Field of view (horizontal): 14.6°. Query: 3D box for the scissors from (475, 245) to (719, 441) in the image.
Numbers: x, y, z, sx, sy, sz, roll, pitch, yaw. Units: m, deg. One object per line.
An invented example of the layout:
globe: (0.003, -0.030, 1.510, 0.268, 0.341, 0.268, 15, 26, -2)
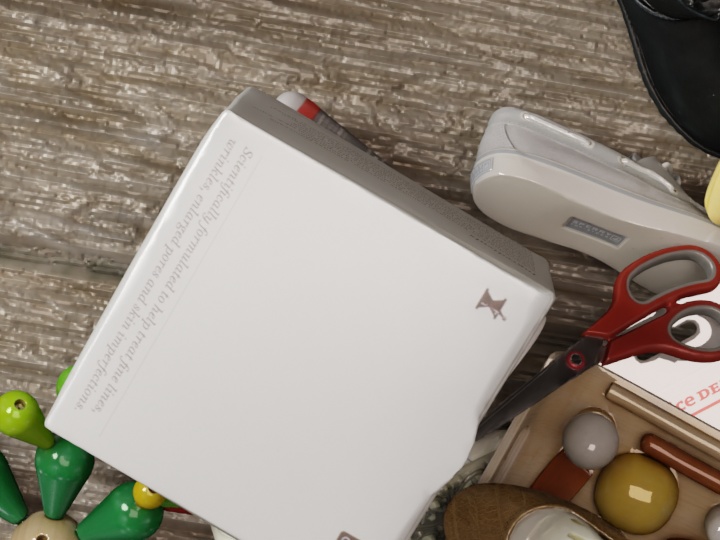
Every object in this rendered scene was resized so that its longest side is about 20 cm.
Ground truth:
scissors: (0.125, 0.041, 1.576, 0.200, 0.014, 0.073, -19, 74, -21)

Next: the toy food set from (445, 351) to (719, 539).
toy food set: (0.162, 0.153, 1.589, 0.200, 0.060, 0.144, 29, 101, 5)

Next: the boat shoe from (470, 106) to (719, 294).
boat shoe: (0.158, -0.039, 1.653, 0.200, 0.072, 0.069, 18, 58, -11)

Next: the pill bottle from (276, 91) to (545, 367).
pill bottle: (0.000, 0.000, 1.612, 0.200, 0.116, 0.116, 40, 87, -4)

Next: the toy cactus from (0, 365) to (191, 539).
toy cactus: (-0.177, 0.124, 1.616, 0.200, 0.102, 0.165, 10, 111, -2)

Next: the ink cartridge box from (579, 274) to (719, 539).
ink cartridge box: (0.211, 0.111, 1.653, 0.116, 0.068, 0.200, -27, 93, -4)

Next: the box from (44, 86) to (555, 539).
box: (-0.030, 0.038, 1.495, 0.200, 0.131, 0.199, 30, 98, -3)

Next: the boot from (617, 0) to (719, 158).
boot: (0.193, -0.155, 1.606, 0.073, 0.162, 0.198, -27, 92, -4)

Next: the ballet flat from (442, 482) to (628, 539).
ballet flat: (0.137, 0.178, 1.536, 0.200, 0.072, 0.068, 36, 80, 1)

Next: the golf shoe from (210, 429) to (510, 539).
golf shoe: (0.005, 0.123, 1.634, 0.200, 0.078, 0.097, -22, 61, -21)

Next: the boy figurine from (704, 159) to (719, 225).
boy figurine: (0.293, -0.061, 1.641, 0.200, 0.124, 0.064, -3, 126, -14)
